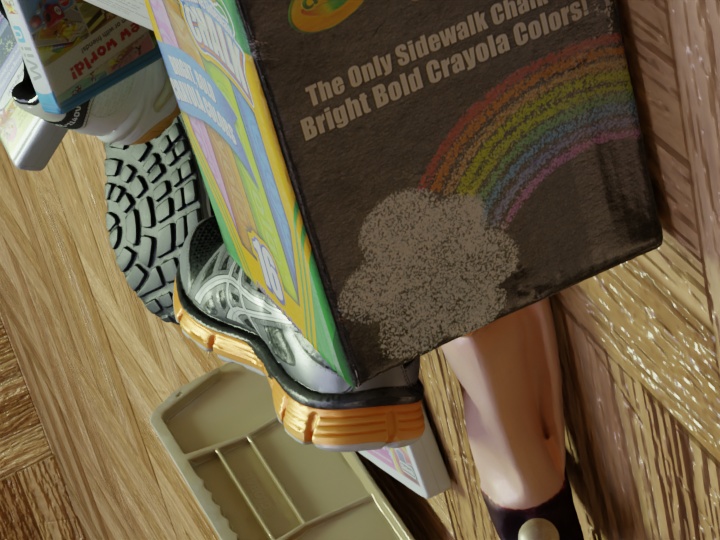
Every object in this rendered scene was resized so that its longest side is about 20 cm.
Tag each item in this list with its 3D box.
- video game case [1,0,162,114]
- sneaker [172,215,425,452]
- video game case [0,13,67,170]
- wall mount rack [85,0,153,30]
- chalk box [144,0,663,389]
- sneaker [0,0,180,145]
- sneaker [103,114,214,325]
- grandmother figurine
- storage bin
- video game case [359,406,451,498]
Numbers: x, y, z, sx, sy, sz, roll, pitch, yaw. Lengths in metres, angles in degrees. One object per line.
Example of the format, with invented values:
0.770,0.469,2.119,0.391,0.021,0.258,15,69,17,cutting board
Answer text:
-0.111,-0.188,0.952,0.018,0.143,0.201,11,127,48,video game case
-0.024,0.008,0.966,0.200,0.078,0.078,36,129,57,sneaker
-0.163,-0.186,1.165,0.200,0.022,0.183,-52,54,31,video game case
-0.055,-0.135,0.854,0.198,0.075,0.174,23,168,-3,wall mount rack
0.002,-0.091,0.718,0.124,0.124,0.201,43,153,57,chalk box
-0.136,-0.161,1.058,0.075,0.087,0.202,-29,65,43,sneaker
-0.087,-0.072,1.165,0.075,0.087,0.202,-25,73,42,sneaker
0.069,0.085,0.916,0.122,0.060,0.201,-84,-23,-58,grandmother figurine
-0.029,0.179,1.329,0.199,0.093,0.201,52,167,44,storage bin
-0.014,0.015,1.190,0.202,0.018,0.143,69,167,-13,video game case
